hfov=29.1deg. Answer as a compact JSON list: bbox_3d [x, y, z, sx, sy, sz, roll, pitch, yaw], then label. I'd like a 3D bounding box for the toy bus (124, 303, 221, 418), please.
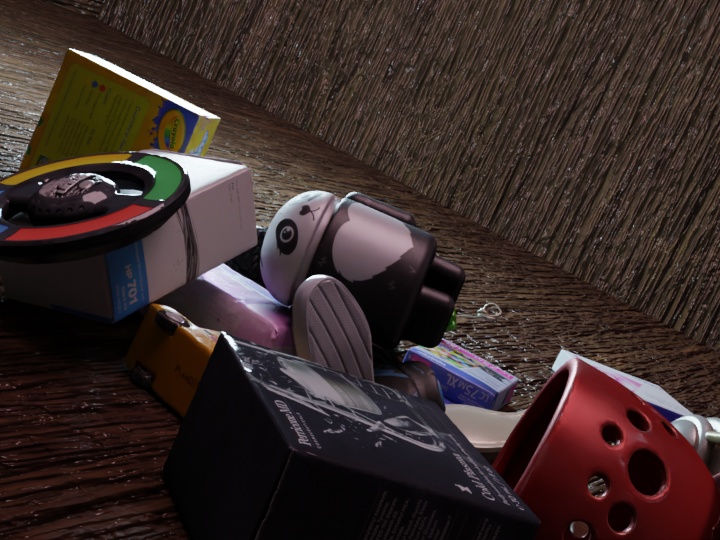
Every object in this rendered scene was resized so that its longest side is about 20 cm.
[{"bbox_3d":[-0.113,0.102,1.172,0.199,0.066,0.078,34,13,39],"label":"toy bus"}]

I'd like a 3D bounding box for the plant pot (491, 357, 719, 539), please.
[{"bbox_3d":[0.186,0.196,1.056,0.181,0.202,0.200,31,10,4],"label":"plant pot"}]

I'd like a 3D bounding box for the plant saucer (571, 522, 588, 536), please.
[{"bbox_3d":[0.295,0.280,1.350,0.199,0.037,0.200,26,10,-5],"label":"plant saucer"}]

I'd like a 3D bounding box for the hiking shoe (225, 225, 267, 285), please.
[{"bbox_3d":[-0.149,-0.024,1.751,0.100,0.077,0.200,20,-2,24],"label":"hiking shoe"}]

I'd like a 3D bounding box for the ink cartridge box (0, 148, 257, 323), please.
[{"bbox_3d":[-0.211,-0.037,1.268,0.145,0.087,0.199,11,26,35],"label":"ink cartridge box"}]

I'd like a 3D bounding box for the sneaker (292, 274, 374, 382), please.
[{"bbox_3d":[-0.028,0.094,1.183,0.070,0.202,0.073,12,36,44],"label":"sneaker"}]

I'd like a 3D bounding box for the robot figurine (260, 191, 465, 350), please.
[{"bbox_3d":[0.000,0.000,1.356,0.198,0.126,0.150,23,10,3],"label":"robot figurine"}]

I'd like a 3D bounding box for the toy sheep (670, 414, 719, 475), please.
[{"bbox_3d":[0.399,0.229,1.592,0.199,0.138,0.138,39,6,-16],"label":"toy sheep"}]

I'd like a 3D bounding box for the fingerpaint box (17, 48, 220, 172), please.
[{"bbox_3d":[-0.267,-0.108,1.477,0.165,0.202,0.073,26,9,10],"label":"fingerpaint box"}]

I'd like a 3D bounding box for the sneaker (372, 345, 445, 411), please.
[{"bbox_3d":[0.006,0.113,1.379,0.081,0.074,0.200,-18,12,-22],"label":"sneaker"}]

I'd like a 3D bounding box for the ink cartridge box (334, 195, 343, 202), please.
[{"bbox_3d":[-0.021,0.011,1.518,0.083,0.146,0.200,27,-2,7],"label":"ink cartridge box"}]

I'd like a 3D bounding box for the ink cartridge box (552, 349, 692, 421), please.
[{"bbox_3d":[0.407,0.195,2.045,0.195,0.044,0.200,22,9,-24],"label":"ink cartridge box"}]

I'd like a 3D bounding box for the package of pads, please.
[{"bbox_3d":[-0.133,0.046,1.376,0.199,0.076,0.120,31,8,27],"label":"package of pads"}]

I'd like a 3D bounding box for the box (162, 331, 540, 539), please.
[{"bbox_3d":[-0.014,0.158,0.975,0.195,0.125,0.200,18,12,-25],"label":"box"}]

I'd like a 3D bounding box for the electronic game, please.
[{"bbox_3d":[-0.240,-0.058,1.162,0.197,0.042,0.200,-6,24,3],"label":"electronic game"}]

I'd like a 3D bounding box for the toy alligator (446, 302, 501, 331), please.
[{"bbox_3d":[0.078,0.066,1.760,0.197,0.055,0.060,1,52,-4],"label":"toy alligator"}]

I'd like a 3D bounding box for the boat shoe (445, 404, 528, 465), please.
[{"bbox_3d":[0.133,0.176,1.392,0.199,0.061,0.072,2,32,-18],"label":"boat shoe"}]

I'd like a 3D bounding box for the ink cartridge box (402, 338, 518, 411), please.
[{"bbox_3d":[0.117,0.130,1.675,0.118,0.042,0.200,28,12,14],"label":"ink cartridge box"}]
